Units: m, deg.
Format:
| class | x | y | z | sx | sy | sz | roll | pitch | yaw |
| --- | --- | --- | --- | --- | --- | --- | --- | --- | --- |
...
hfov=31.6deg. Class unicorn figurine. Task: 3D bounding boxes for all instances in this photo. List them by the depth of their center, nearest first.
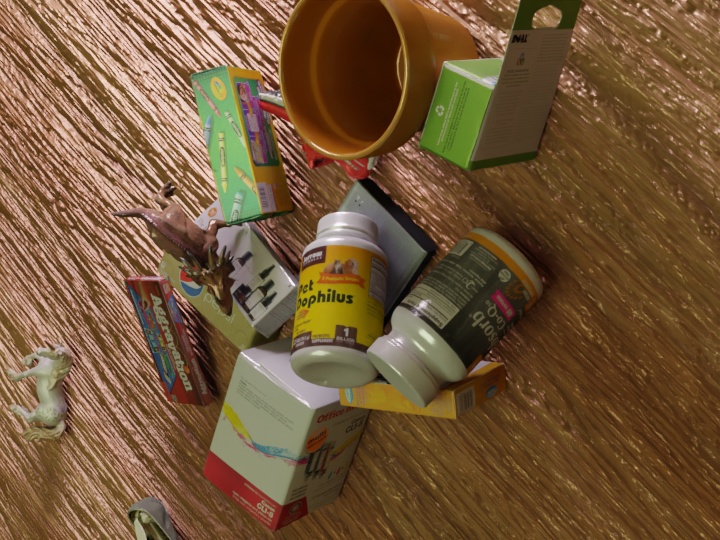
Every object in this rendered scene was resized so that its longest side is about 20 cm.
| class | x | y | z | sx | sy | sz | roll | pitch | yaw |
| --- | --- | --- | --- | --- | --- | --- | --- | --- | --- |
| unicorn figurine | -0.522 | 0.186 | 2.097 | 0.136 | 0.074 | 0.201 | 1 | 114 | 29 |

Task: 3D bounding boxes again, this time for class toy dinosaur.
| class | x | y | z | sx | sy | sz | roll | pitch | yaw |
| --- | --- | --- | --- | --- | --- | --- | --- | --- | --- |
| toy dinosaur | -0.232 | -0.038 | 1.662 | 0.199 | 0.136 | 0.086 | 29 | 114 | -11 |

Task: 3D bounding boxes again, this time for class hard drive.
| class | x | y | z | sx | sy | sz | roll | pitch | yaw |
| --- | --- | --- | --- | --- | --- | --- | --- | --- | --- |
| hard drive | 0.000 | 0.000 | 1.663 | 0.140 | 0.033 | 0.201 | 47 | 124 | 21 |

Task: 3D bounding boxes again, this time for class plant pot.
| class | x | y | z | sx | sy | sz | roll | pitch | yaw |
| --- | --- | --- | --- | --- | --- | --- | --- | --- | --- |
| plant pot | 0.037 | -0.234 | 1.483 | 0.199 | 0.183 | 0.202 | 8 | 103 | 41 |

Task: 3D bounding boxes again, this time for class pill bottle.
| class | x | y | z | sx | sy | sz | roll | pitch | yaw |
| --- | --- | --- | --- | --- | --- | --- | --- | --- | --- |
| pill bottle | 0.108 | 0.056 | 1.475 | 0.116 | 0.117 | 0.200 | 39 | 78 | 26 |
| pill bottle | -0.023 | 0.034 | 1.557 | 0.109 | 0.109 | 0.201 | -19 | 55 | 39 |

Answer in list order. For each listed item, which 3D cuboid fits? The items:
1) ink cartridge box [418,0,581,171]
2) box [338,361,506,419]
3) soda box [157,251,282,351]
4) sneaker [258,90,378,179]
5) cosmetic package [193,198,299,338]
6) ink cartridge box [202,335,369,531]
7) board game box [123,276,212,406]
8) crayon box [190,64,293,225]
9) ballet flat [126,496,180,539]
| class | x | y | z | sx | sy | sz | roll | pitch | yaw |
| --- | --- | --- | --- | --- | --- | --- | --- | --- | --- |
| ink cartridge box | 0.159 | -0.222 | 1.417 | 0.075 | 0.147 | 0.201 | 29 | 115 | 30 |
| box | 0.067 | 0.141 | 1.583 | 0.199 | 0.119 | 0.042 | 0 | 103 | 39 |
| soda box | -0.196 | 0.028 | 1.803 | 0.200 | 0.064 | 0.068 | 41 | 121 | 25 |
| sneaker | -0.062 | -0.176 | 1.647 | 0.199 | 0.077 | 0.085 | 30 | 116 | 30 |
| cosmetic package | -0.156 | -0.010 | 1.729 | 0.082 | 0.051 | 0.200 | -42 | 57 | 3 |
| ink cartridge box | -0.094 | 0.211 | 1.707 | 0.144 | 0.145 | 0.201 | 33 | 118 | 29 |
| board game box | -0.284 | 0.104 | 1.877 | 0.103 | 0.019 | 0.201 | -1 | 112 | 49 |
| crayon box | -0.155 | -0.166 | 1.689 | 0.058 | 0.119 | 0.202 | -13 | 91 | 18 |
| ballet flat | -0.298 | 0.443 | 1.969 | 0.200 | 0.064 | 0.067 | 54 | 126 | 16 |
